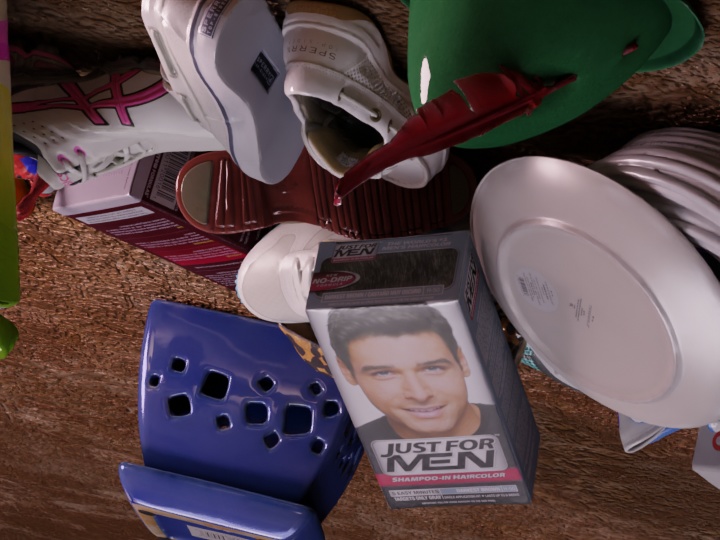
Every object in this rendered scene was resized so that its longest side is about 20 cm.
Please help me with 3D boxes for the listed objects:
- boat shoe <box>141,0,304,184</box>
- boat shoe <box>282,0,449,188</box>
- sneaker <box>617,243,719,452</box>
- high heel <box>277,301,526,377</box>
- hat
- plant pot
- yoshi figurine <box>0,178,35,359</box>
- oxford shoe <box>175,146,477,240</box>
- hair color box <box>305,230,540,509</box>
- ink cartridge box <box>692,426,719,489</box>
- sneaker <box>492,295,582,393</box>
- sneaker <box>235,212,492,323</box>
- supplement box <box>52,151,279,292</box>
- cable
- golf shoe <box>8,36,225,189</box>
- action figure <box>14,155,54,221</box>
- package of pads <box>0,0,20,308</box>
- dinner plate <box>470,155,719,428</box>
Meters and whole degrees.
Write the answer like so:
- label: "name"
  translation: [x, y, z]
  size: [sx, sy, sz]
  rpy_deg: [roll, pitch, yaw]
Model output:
- label: "boat shoe"
  translation: [-0.080, -0.115, 1.418]
  size: [0.070, 0.071, 0.200]
  rpy_deg: [25, 168, 20]
- label: "boat shoe"
  translation: [-0.004, -0.085, 1.427]
  size: [0.071, 0.069, 0.200]
  rpy_deg: [7, 161, 25]
- label: "sneaker"
  translation: [0.160, 0.041, 1.574]
  size: [0.200, 0.147, 0.081]
  rpy_deg: [7, 162, 20]
- label: "high heel"
  translation: [0.026, 0.044, 1.631]
  size: [0.142, 0.072, 0.200]
  rpy_deg: [22, 161, -11]
- label: "hat"
  translation: [0.063, -0.067, 1.236]
  size: [0.200, 0.176, 0.166]
  rpy_deg: [21, 163, -21]
- label: "plant pot"
  translation: [-0.100, 0.151, 2.124]
  size: [0.200, 0.180, 0.200]
  rpy_deg: [13, 163, 6]
- label: "yoshi figurine"
  translation: [-0.312, 0.024, 1.840]
  size: [0.112, 0.200, 0.112]
  rpy_deg: [0, 159, 41]
- label: "oxford shoe"
  translation: [-0.015, -0.061, 1.575]
  size: [0.200, 0.071, 0.075]
  rpy_deg: [3, -167, 19]
- label: "hair color box"
  translation: [0.042, 0.066, 1.538]
  size: [0.099, 0.061, 0.200]
  rpy_deg: [-4, 136, 18]
- label: "ink cartridge box"
  translation: [0.326, 0.079, 1.563]
  size: [0.200, 0.146, 0.084]
  rpy_deg: [2, 161, 37]
- label: "sneaker"
  translation: [0.104, 0.026, 1.730]
  size: [0.200, 0.078, 0.091]
  rpy_deg: [33, 161, -26]
- label: "sneaker"
  translation: [0.000, 0.000, 1.593]
  size: [0.200, 0.077, 0.081]
  rpy_deg: [-9, -161, 29]
- label: "supplement box"
  translation: [-0.100, -0.036, 1.701]
  size: [0.200, 0.061, 0.109]
  rpy_deg: [26, 161, -33]
- label: "cable"
  translation: [0.209, 0.005, 1.422]
  size: [0.200, 0.069, 0.200]
  rpy_deg: [54, 150, -11]
- label: "golf shoe"
  translation: [-0.161, -0.088, 1.527]
  size: [0.200, 0.092, 0.073]
  rpy_deg: [7, 162, 20]
- label: "action figure"
  translation: [-0.255, -0.072, 1.661]
  size: [0.065, 0.099, 0.200]
  rpy_deg: [10, 166, 19]
- label: "package of pads"
  translation: [-0.267, -0.069, 1.484]
  size: [0.068, 0.200, 0.154]
  rpy_deg: [1, 173, -31]
- label: "dinner plate"
  translation: [0.138, 0.020, 1.439]
  size: [0.200, 0.024, 0.200]
  rpy_deg: [34, 148, 25]
